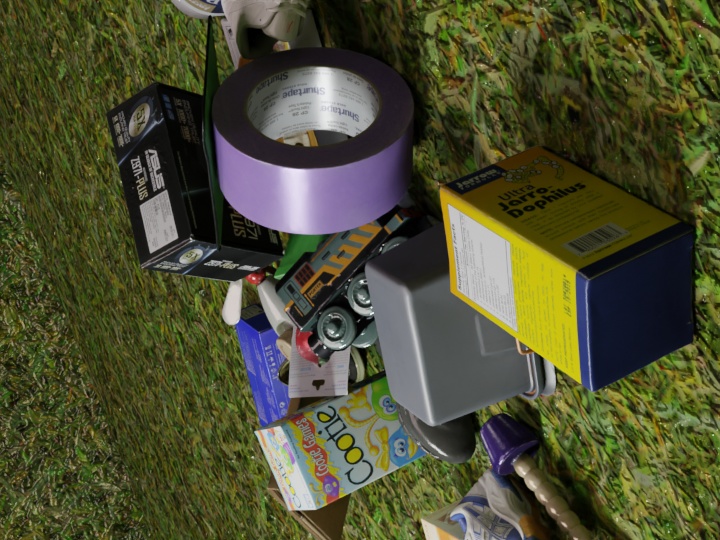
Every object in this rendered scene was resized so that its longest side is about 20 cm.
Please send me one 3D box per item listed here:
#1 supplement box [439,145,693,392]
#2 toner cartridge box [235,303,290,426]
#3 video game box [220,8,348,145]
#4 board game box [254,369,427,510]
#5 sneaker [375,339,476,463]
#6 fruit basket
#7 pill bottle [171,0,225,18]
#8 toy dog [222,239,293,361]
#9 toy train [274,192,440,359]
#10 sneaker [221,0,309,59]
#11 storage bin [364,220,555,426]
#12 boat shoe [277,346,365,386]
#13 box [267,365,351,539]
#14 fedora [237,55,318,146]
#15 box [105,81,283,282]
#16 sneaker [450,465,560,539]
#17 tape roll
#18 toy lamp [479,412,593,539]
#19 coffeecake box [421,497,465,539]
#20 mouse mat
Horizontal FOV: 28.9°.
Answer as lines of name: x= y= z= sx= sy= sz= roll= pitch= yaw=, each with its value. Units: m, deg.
supplement box: x=0.168 y=-0.007 z=1.151 sx=0.200 sy=0.109 sz=0.109 roll=37 pitch=144 yaw=49
toner cartridge box: x=-0.131 y=0.156 z=2.064 sx=0.095 sy=0.043 sz=0.200 roll=32 pitch=139 yaw=56
video game box: x=-0.084 y=-0.202 z=1.612 sx=0.182 sy=0.047 sz=0.200 roll=22 pitch=132 yaw=63
board game box: x=-0.001 y=0.186 z=1.594 sx=0.105 sy=0.200 sz=0.103 roll=66 pitch=158 yaw=0
sneaker: x=0.077 y=0.118 z=1.530 sx=0.091 sy=0.076 sz=0.200 roll=-26 pitch=90 yaw=61
fruit basket: x=-0.037 y=0.046 z=1.608 sx=0.185 sy=0.094 sz=0.200 roll=164 pitch=106 yaw=-65
pill bottle: x=-0.154 y=-0.347 z=1.543 sx=0.111 sy=0.111 sz=0.200 roll=67 pitch=158 yaw=-1
toy dog: x=-0.110 y=0.038 z=1.790 sx=0.200 sy=0.132 sz=0.096 roll=61 pitch=159 yaw=15
toy train: x=0.000 y=0.000 z=1.468 sx=0.200 sy=0.085 sz=0.114 roll=-47 pitch=70 yaw=20
sneaker: x=-0.070 y=-0.282 z=1.402 sx=0.200 sy=0.078 sz=0.100 roll=-46 pitch=48 yaw=49
storage bin: x=0.095 y=0.052 z=1.339 sx=0.146 sy=0.134 sz=0.200 roll=32 pitch=140 yaw=55
boat shoe: x=-0.055 y=0.131 z=1.838 sx=0.201 sy=0.066 sz=0.072 roll=-19 pitch=92 yaw=67
box: x=-0.048 y=0.215 z=1.715 sx=0.021 sy=0.200 sz=0.164 roll=-5 pitch=143 yaw=28
fedora: x=-0.116 y=-0.145 z=1.571 sx=0.201 sy=0.082 sz=0.201 roll=50 pitch=154 yaw=35
box: x=-0.191 y=-0.099 z=1.619 sx=0.086 sy=0.164 sz=0.200 roll=-26 pitch=69 yaw=30
sneaker: x=0.154 y=0.286 z=1.431 sx=0.075 sy=0.088 sz=0.200 roll=43 pitch=-172 yaw=-24
tape roll: x=-0.046 y=-0.132 z=1.391 sx=0.200 sy=0.200 sz=0.085 roll=48 pitch=152 yaw=38
toy lamp: x=0.190 y=0.226 z=1.397 sx=0.200 sy=0.058 sz=0.058 roll=50 pitch=153 yaw=29
coffeecake box: x=0.164 y=0.357 z=1.556 sx=0.200 sy=0.073 sz=0.154 roll=15 pitch=124 yaw=62
mouse mat: x=-0.150 y=-0.138 z=1.426 sx=0.200 sy=0.008 sz=0.161 roll=88 pitch=180 yaw=-51
